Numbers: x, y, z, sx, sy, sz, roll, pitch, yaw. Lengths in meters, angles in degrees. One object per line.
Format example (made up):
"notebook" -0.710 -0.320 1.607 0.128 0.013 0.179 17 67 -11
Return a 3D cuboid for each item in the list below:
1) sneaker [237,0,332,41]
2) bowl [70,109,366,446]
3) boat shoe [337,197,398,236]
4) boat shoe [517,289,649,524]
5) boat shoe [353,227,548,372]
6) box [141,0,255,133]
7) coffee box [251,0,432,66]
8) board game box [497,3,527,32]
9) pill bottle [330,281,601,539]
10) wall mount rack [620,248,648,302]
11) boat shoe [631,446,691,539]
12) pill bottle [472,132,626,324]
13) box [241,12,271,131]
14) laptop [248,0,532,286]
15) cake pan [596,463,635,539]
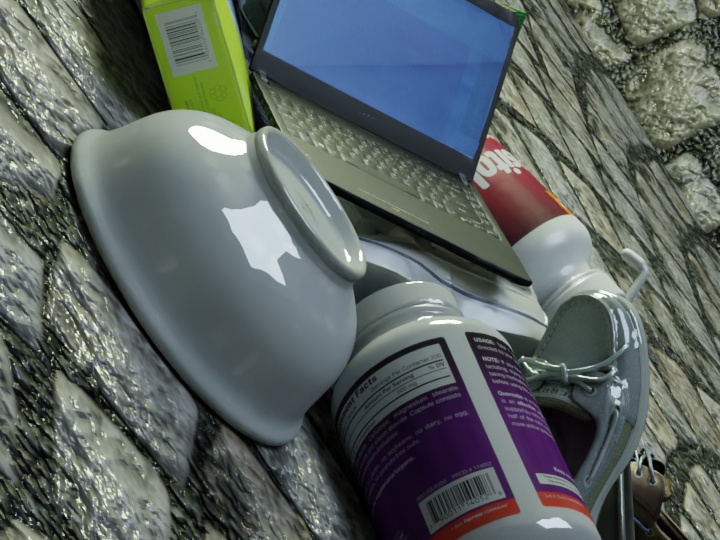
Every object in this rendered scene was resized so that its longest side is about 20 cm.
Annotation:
"sneaker" -0.038 -0.216 1.688 0.085 0.074 0.200 67 21 -59
"bowl" -0.060 -0.014 1.388 0.201 0.090 0.201 52 13 -17
"boat shoe" 0.000 0.000 1.601 0.200 0.073 0.067 54 13 -11
"boat shoe" 0.114 0.104 1.523 0.074 0.202 0.065 15 -9 31
"boat shoe" 0.035 0.008 1.557 0.200 0.071 0.070 19 45 -33
"box" -0.101 -0.157 1.583 0.200 0.048 0.122 -101 177 -58
"coffee box" 0.021 -0.212 1.721 0.044 0.123 0.200 47 59 -30
"board game box" 0.050 -0.142 1.842 0.023 0.105 0.200 25 14 26
"pill bottle" 0.052 0.105 1.455 0.112 0.112 0.200 40 21 -50
"wall mount rack" 0.123 -0.009 1.961 0.174 0.075 0.200 30 -17 4
"boat shoe" 0.193 0.166 1.904 0.200 0.072 0.072 54 13 -12
"pill bottle" 0.084 -0.021 1.776 0.200 0.113 0.113 46 9 19
"box" -0.055 -0.098 1.723 0.121 0.032 0.200 50 14 -26
"laptop" 0.033 -0.108 1.577 0.177 0.103 0.200 25 20 -28
"cake pan" 0.152 0.178 1.622 0.200 0.037 0.201 -2 90 -82
